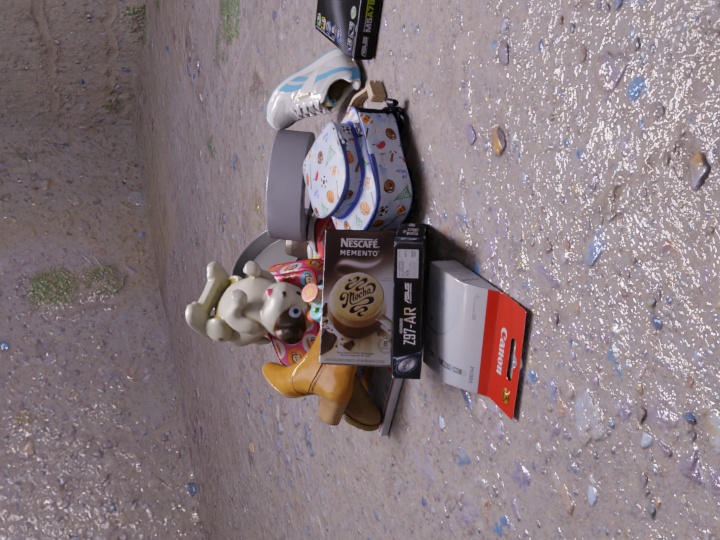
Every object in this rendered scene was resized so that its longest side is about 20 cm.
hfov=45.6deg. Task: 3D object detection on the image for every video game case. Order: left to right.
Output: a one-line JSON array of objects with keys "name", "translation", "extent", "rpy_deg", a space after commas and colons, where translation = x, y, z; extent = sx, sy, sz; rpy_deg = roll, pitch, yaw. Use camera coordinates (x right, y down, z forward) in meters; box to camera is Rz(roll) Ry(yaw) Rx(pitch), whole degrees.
[{"name": "video game case", "translation": [0.019, 0.179, 1.560], "extent": [0.201, 0.017, 0.144], "rpy_deg": [-120, 33, -45]}]

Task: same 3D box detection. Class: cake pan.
[{"name": "cake pan", "translation": [-0.191, -0.021, 1.846], "extent": [0.037, 0.200, 0.200], "rpy_deg": [51, 178, -35]}]

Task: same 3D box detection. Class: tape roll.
[{"name": "tape roll", "translation": [-0.126, -0.156, 1.579], "extent": [0.200, 0.065, 0.203], "rpy_deg": [6, -90, -88]}]

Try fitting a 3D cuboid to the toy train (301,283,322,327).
[{"name": "toy train", "translation": [-0.027, 0.018, 1.406], "extent": [0.201, 0.055, 0.150], "rpy_deg": [-54, 37, 8]}]

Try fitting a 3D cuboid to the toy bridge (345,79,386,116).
[{"name": "toy bridge", "translation": [-0.005, -0.265, 1.518], "extent": [0.201, 0.027, 0.068], "rpy_deg": [119, 143, -53]}]

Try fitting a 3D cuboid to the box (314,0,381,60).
[{"name": "box", "translation": [-0.020, -0.490, 1.486], "extent": [0.200, 0.047, 0.195], "rpy_deg": [-126, 36, -51]}]

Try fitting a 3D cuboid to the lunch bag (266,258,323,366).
[{"name": "lunch bag", "translation": [-0.117, 0.086, 1.601], "extent": [0.174, 0.082, 0.203], "rpy_deg": [-8, 106, 28]}]

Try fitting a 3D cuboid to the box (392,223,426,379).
[{"name": "box", "translation": [0.074, 0.041, 1.282], "extent": [0.160, 0.043, 0.203], "rpy_deg": [-69, -20, -76]}]

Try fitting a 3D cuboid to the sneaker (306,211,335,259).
[{"name": "sneaker", "translation": [-0.055, -0.015, 1.626], "extent": [0.077, 0.084, 0.203], "rpy_deg": [-52, -37, -61]}]

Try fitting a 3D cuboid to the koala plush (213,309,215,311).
[{"name": "koala plush", "translation": [-0.218, 0.099, 1.878], "extent": [0.178, 0.197, 0.186], "rpy_deg": [-119, 33, -45]}]

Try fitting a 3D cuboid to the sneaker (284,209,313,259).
[{"name": "sneaker", "translation": [-0.090, -0.118, 1.709], "extent": [0.070, 0.074, 0.203], "rpy_deg": [74, -149, -80]}]

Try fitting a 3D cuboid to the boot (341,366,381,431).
[{"name": "boot", "translation": [-0.003, 0.155, 1.478], "extent": [0.175, 0.066, 0.202], "rpy_deg": [39, 125, 21]}]

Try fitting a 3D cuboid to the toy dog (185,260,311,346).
[{"name": "toy dog", "translation": [-0.177, 0.077, 1.507], "extent": [0.198, 0.140, 0.195], "rpy_deg": [-5, 128, 31]}]

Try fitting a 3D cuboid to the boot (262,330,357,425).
[{"name": "boot", "translation": [-0.084, 0.160, 1.484], "extent": [0.200, 0.070, 0.146], "rpy_deg": [30, 114, 35]}]

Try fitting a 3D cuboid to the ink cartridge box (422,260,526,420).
[{"name": "ink cartridge box", "translation": [0.152, 0.094, 1.189], "extent": [0.200, 0.047, 0.162], "rpy_deg": [-137, 47, -60]}]

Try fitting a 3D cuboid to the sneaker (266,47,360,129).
[{"name": "sneaker", "translation": [-0.088, -0.314, 1.540], "extent": [0.199, 0.076, 0.081], "rpy_deg": [-35, 57, 20]}]

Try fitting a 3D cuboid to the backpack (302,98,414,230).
[{"name": "backpack", "translation": [0.002, -0.147, 1.384], "extent": [0.192, 0.152, 0.200], "rpy_deg": [67, 151, 19]}]

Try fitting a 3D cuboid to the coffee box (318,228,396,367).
[{"name": "coffee box", "translation": [-0.001, 0.043, 1.306], "extent": [0.080, 0.111, 0.203], "rpy_deg": [58, -146, -80]}]
